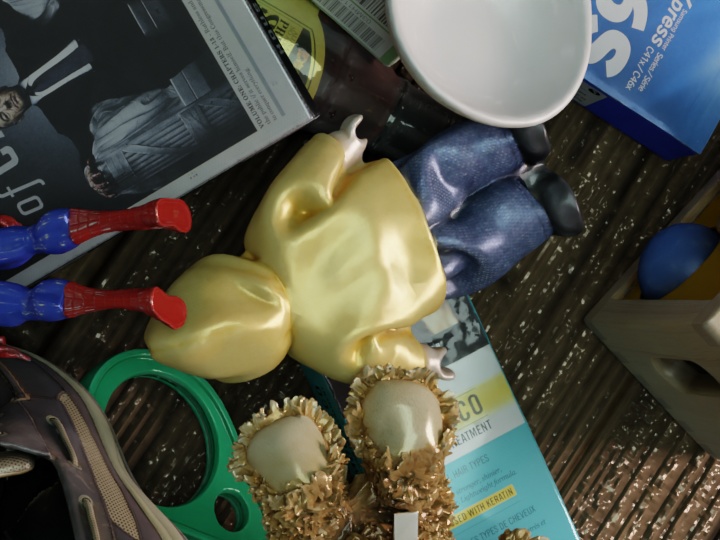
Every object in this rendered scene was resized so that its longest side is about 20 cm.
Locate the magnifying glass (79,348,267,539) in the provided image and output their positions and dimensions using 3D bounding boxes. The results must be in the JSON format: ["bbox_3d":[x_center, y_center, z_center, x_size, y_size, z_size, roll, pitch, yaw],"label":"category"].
[{"bbox_3d":[-0.058,0.119,0.897,0.200,0.022,0.080,47,46,-14],"label":"magnifying glass"}]

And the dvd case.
[{"bbox_3d":[-0.139,-0.084,0.850,0.199,0.025,0.151,-29,96,13],"label":"dvd case"}]

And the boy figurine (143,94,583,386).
[{"bbox_3d":[0.000,0.000,0.850,0.199,0.064,0.125,-28,99,-10],"label":"boy figurine"}]

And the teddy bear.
[{"bbox_3d":[0.008,0.136,0.846,0.145,0.067,0.201,-36,112,-12],"label":"teddy bear"}]

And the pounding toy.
[{"bbox_3d":[0.213,-0.021,0.881,0.142,0.200,0.184,45,80,-8],"label":"pounding toy"}]

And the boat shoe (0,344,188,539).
[{"bbox_3d":[-0.141,0.087,0.811,0.075,0.200,0.073,-54,143,4],"label":"boat shoe"}]

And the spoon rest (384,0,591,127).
[{"bbox_3d":[0.061,-0.153,0.846,0.099,0.061,0.201,18,60,-20],"label":"spoon rest"}]

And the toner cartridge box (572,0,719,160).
[{"bbox_3d":[0.169,-0.165,0.952,0.095,0.043,0.201,30,83,-12],"label":"toner cartridge box"}]

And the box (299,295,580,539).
[{"bbox_3d":[0.029,0.066,0.915,0.082,0.049,0.201,-26,95,-12],"label":"box"}]

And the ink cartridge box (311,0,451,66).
[{"bbox_3d":[0.013,-0.213,0.909,0.145,0.048,0.200,40,53,-9],"label":"ink cartridge box"}]

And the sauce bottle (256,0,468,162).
[{"bbox_3d":[-0.038,-0.101,0.893,0.199,0.066,0.066,27,84,-10],"label":"sauce bottle"}]

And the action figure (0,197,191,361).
[{"bbox_3d":[-0.168,0.004,0.831,0.199,0.052,0.066,-3,81,20],"label":"action figure"}]
